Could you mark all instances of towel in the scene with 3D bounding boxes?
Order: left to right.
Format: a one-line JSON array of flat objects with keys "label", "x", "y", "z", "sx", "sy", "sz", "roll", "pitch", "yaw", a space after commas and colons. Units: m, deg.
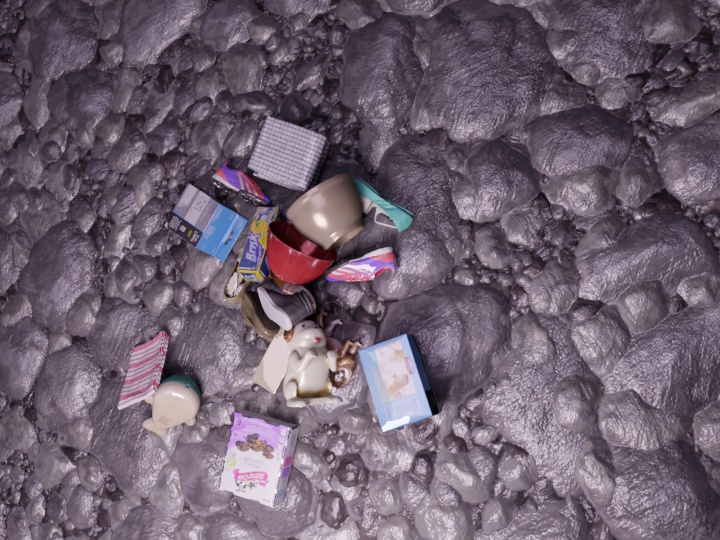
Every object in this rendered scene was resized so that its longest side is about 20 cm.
[{"label": "towel", "x": -0.605, "y": 0.275, "z": 1.659, "sx": 0.145, "sy": 0.030, "sz": 0.202, "roll": -28, "pitch": 41, "yaw": 23}, {"label": "towel", "x": -0.197, "y": -0.315, "z": 1.661, "sx": 0.197, "sy": 0.085, "sz": 0.168, "roll": 21, "pitch": 89, "yaw": 17}]

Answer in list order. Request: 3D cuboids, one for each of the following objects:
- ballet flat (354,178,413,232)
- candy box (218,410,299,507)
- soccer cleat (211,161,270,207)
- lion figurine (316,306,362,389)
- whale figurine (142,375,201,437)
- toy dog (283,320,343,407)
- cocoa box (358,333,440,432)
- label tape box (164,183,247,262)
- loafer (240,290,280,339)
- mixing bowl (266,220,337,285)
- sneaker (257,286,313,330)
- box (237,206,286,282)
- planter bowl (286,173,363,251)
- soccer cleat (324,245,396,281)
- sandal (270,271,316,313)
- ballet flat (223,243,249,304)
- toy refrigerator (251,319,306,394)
[{"label": "ballet flat", "x": 0.045, "y": -0.166, "z": 1.566, "sx": 0.199, "sy": 0.067, "sz": 0.071, "roll": 36, "pitch": 84, "yaw": 18}, {"label": "candy box", "x": -0.264, "y": 0.487, "z": 1.558, "sx": 0.165, "sy": 0.071, "sz": 0.204, "roll": 10, "pitch": 84, "yaw": 18}, {"label": "soccer cleat", "x": -0.328, "y": -0.242, "z": 1.693, "sx": 0.198, "sy": 0.068, "sz": 0.074, "roll": 28, "pitch": 76, "yaw": 18}, {"label": "lion figurine", "x": -0.073, "y": 0.201, "z": 1.554, "sx": 0.123, "sy": 0.072, "sz": 0.200, "roll": -53, "pitch": 56, "yaw": 17}, {"label": "whale figurine", "x": -0.521, "y": 0.371, "z": 1.650, "sx": 0.158, "sy": 0.104, "sz": 0.201, "roll": 32, "pitch": 116, "yaw": -16}, {"label": "toy dog", "x": -0.127, "y": 0.226, "z": 1.483, "sx": 0.137, "sy": 0.193, "sz": 0.204, "roll": 2, "pitch": 82, "yaw": -23}, {"label": "cocoa box", "x": 0.096, "y": 0.270, "z": 1.449, "sx": 0.131, "sy": 0.131, "sz": 0.203, "roll": -21, "pitch": 76, "yaw": 13}, {"label": "label tape box", "x": -0.445, "y": -0.138, "z": 1.718, "sx": 0.198, "sy": 0.063, "sz": 0.146, "roll": 32, "pitch": 92, "yaw": 19}, {"label": "loafer", "x": -0.270, "y": 0.128, "z": 1.595, "sx": 0.068, "sy": 0.075, "sz": 0.200, "roll": -66, "pitch": 33, "yaw": 19}, {"label": "mixing bowl", "x": -0.168, "y": -0.032, "z": 1.562, "sx": 0.199, "sy": 0.199, "sz": 0.110, "roll": 33, "pitch": 109, "yaw": 19}, {"label": "sneaker", "x": -0.188, "y": 0.081, "z": 1.523, "sx": 0.098, "sy": 0.072, "sz": 0.199, "roll": -25, "pitch": 32, "yaw": -25}, {"label": "box", "x": -0.266, "y": -0.072, "z": 1.618, "sx": 0.069, "sy": 0.065, "sz": 0.203, "roll": 3, "pitch": 63, "yaw": 18}, {"label": "planter bowl", "x": -0.074, "y": -0.135, "z": 1.540, "sx": 0.198, "sy": 0.200, "sz": 0.136, "roll": -33, "pitch": 83, "yaw": 10}, {"label": "soccer cleat", "x": 0.000, "y": 0.000, "z": 1.560, "sx": 0.197, "sy": 0.068, "sz": 0.074, "roll": -21, "pitch": 84, "yaw": 12}, {"label": "sandal", "x": -0.200, "y": 0.058, "z": 1.599, "sx": 0.206, "sy": 0.080, "sz": 0.059, "roll": 38, "pitch": 55, "yaw": 26}, {"label": "ballet flat", "x": -0.326, "y": -0.003, "z": 1.659, "sx": 0.070, "sy": 0.071, "sz": 0.203, "roll": 21, "pitch": 88, "yaw": 19}, {"label": "toy refrigerator", "x": -0.202, "y": 0.217, "z": 1.585, "sx": 0.075, "sy": 0.070, "sz": 0.202, "roll": 28, "pitch": 91, "yaw": 12}]
